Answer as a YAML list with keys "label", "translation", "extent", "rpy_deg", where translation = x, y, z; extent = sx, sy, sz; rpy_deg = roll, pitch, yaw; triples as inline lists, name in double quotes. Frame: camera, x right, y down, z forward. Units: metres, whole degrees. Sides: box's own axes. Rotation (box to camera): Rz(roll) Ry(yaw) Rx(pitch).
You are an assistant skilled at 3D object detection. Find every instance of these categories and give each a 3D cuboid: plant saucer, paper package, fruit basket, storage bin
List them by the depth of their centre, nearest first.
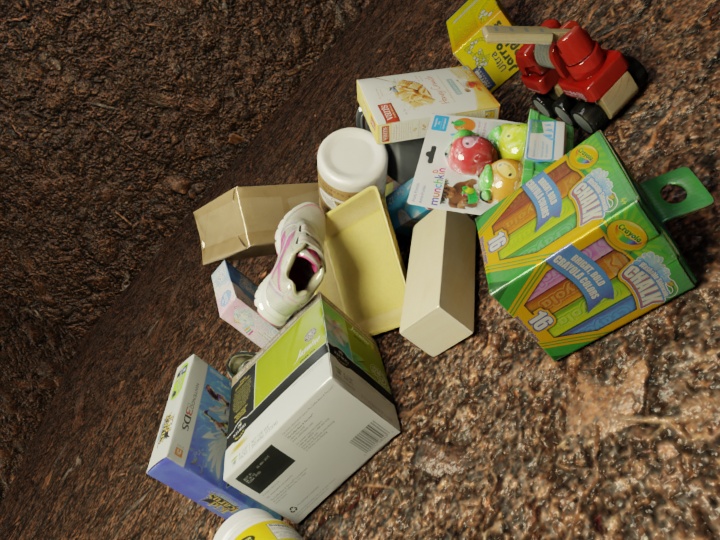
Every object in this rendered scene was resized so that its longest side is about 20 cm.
- label: "fruit basket"
  translation: [0.171, -0.142, 0.727]
  extent: [0.095, 0.193, 0.189]
  rpy_deg: [92, -166, -52]
- label: "plant saucer"
  translation: [0.000, 0.000, 0.886]
  extent: [0.197, 0.048, 0.207]
  rpy_deg: [-24, 80, 43]
- label: "storage bin"
  translation: [0.106, -0.213, 0.956]
  extent: [0.194, 0.150, 0.135]
  rpy_deg: [-15, 34, -13]
- label: "paper package"
  translation: [-0.181, -0.086, 1.061]
  extent: [0.196, 0.107, 0.188]
  rpy_deg: [-12, -2, -42]

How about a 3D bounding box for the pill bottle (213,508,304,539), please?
- label: "pill bottle"
  translation: [-0.093, 0.345, 0.613]
  extent: [0.116, 0.114, 0.198]
  rpy_deg: [-57, 26, -16]

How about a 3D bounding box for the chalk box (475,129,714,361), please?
- label: "chalk box"
  translation: [0.229, -0.033, 0.553]
  extent: [0.198, 0.123, 0.127]
  rpy_deg: [-37, 28, 27]

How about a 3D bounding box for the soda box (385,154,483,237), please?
- label: "soda box"
  translation: [0.132, -0.125, 0.880]
  extent: [0.198, 0.067, 0.066]
  rpy_deg: [-31, 61, 38]

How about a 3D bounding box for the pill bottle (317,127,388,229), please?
- label: "pill bottle"
  translation: [-0.014, -0.124, 0.947]
  extent: [0.202, 0.111, 0.117]
  rpy_deg: [92, -160, -58]

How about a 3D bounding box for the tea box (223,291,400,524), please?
- label: "tea box"
  translation: [-0.071, 0.178, 0.769]
  extent: [0.200, 0.133, 0.198]
  rpy_deg: [-43, 27, 14]

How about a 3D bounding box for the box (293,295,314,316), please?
- label: "box"
  translation: [-0.077, 0.000, 1.090]
  extent: [0.081, 0.068, 0.204]
  rpy_deg: [-30, 33, 36]

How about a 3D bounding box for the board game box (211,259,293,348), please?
- label: "board game box"
  translation: [-0.160, 0.084, 0.967]
  extent: [0.044, 0.198, 0.200]
  rpy_deg: [-47, 26, 1]

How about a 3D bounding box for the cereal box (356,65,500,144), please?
- label: "cereal box"
  translation: [0.101, -0.262, 0.888]
  extent: [0.193, 0.040, 0.146]
  rpy_deg: [-10, 45, -10]

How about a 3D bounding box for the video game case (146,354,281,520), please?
- label: "video game case"
  translation: [-0.188, 0.245, 0.801]
  extent: [0.045, 0.200, 0.184]
  rpy_deg: [-36, 29, 20]

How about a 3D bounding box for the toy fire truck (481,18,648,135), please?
- label: "toy fire truck"
  translation: [0.250, -0.286, 0.760]
  extent: [0.129, 0.199, 0.177]
  rpy_deg: [-44, 26, 10]

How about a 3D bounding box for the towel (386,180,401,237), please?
- label: "towel"
  translation: [0.040, -0.096, 1.073]
  extent: [0.142, 0.023, 0.204]
  rpy_deg: [-14, 44, 52]

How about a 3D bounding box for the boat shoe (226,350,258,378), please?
- label: "boat shoe"
  translation: [-0.195, 0.191, 1.047]
  extent: [0.197, 0.060, 0.077]
  rpy_deg: [-10, 46, 55]

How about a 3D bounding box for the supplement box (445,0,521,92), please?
- label: "supplement box"
  translation: [0.243, -0.449, 1.094]
  extent: [0.108, 0.108, 0.203]
  rpy_deg: [-35, 30, 28]

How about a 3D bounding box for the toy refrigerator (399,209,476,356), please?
- label: "toy refrigerator"
  translation: [0.110, 0.007, 0.769]
  extent: [0.076, 0.069, 0.204]
  rpy_deg: [-38, 27, 39]

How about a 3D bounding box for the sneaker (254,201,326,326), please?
- label: "sneaker"
  translation: [-0.082, -0.019, 0.831]
  extent: [0.087, 0.080, 0.205]
  rpy_deg: [-23, 45, 44]
